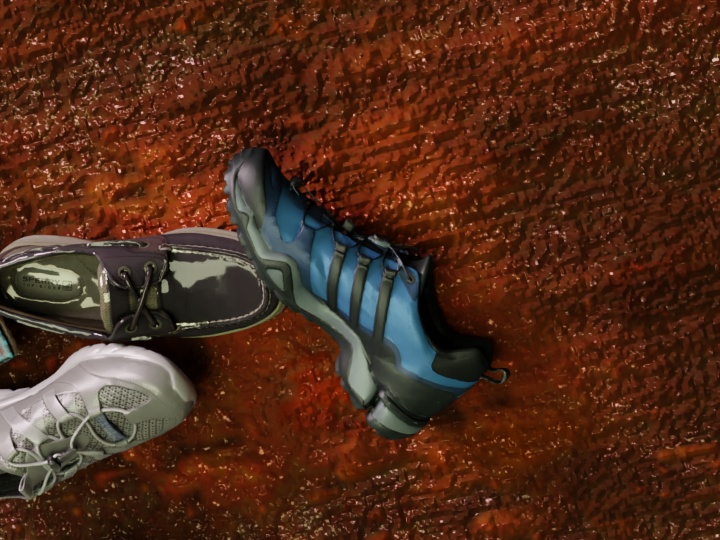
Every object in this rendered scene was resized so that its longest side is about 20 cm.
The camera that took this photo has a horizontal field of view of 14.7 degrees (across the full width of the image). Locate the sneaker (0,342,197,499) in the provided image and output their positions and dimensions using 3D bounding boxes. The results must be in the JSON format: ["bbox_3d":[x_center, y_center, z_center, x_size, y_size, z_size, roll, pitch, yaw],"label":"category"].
[{"bbox_3d":[-0.185,0.109,1.731,0.200,0.082,0.075,-22,126,31],"label":"sneaker"}]

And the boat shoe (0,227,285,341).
[{"bbox_3d":[-0.143,0.013,1.704,0.200,0.065,0.072,3,108,20],"label":"boat shoe"}]

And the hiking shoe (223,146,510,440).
[{"bbox_3d":[0.000,0.000,1.650,0.087,0.074,0.200,-33,102,18],"label":"hiking shoe"}]

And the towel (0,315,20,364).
[{"bbox_3d":[-0.323,0.030,1.791,0.200,0.022,0.147,-27,95,32],"label":"towel"}]
